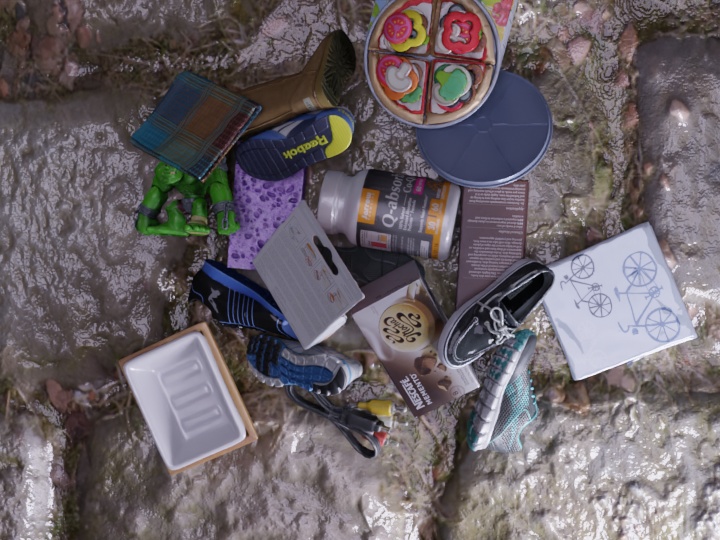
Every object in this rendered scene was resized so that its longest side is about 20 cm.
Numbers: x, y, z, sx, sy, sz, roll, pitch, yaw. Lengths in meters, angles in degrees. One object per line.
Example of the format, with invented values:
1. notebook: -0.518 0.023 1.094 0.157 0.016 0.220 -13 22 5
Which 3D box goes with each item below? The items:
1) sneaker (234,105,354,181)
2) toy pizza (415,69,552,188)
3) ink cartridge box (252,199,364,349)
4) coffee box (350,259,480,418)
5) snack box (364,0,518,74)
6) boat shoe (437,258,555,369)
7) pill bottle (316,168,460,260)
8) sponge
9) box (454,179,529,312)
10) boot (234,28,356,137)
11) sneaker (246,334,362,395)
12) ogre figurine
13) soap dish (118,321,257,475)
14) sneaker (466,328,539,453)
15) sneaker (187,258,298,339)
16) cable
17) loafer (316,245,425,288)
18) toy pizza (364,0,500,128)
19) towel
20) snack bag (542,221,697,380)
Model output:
1. sneaker: -0.094 -0.192 1.323 0.199 0.082 0.074 -13 120 23
2. toy pizza: 0.181 -0.207 1.304 0.199 0.032 0.201 -3 67 8
3. ink cartridge box: -0.066 0.003 1.263 0.163 0.050 0.200 58 141 8
4. coffee box: 0.080 0.103 1.308 0.113 0.080 0.200 -27 111 7
5. snack box: 0.120 -0.373 1.305 0.199 0.053 0.143 16 95 13
6. boat shoe: 0.193 0.067 1.243 0.199 0.068 0.074 -39 109 -4
7. pill bottle: 0.042 -0.087 1.312 0.199 0.116 0.117 10 95 6
8. sponge: -0.144 -0.100 1.379 0.111 0.030 0.201 5 95 6
9. box: 0.195 -0.036 1.318 0.100 0.075 0.201 4 93 7
10. boot: -0.117 -0.279 1.333 0.199 0.175 0.066 -12 127 28
11. sneaker: -0.086 0.144 1.371 0.199 0.087 0.075 14 102 30
12. ogre figurine: -0.267 -0.113 1.362 0.098 0.200 0.120 8 83 -37
13. soap dish: -0.266 0.199 1.391 0.157 0.081 0.201 -24 91 9
14. sneaker: 0.232 0.186 1.338 0.091 0.078 0.201 19 100 -10
15. sneaker: -0.176 0.063 1.380 0.200 0.070 0.078 32 101 11
16. cable: -0.026 0.226 1.393 0.199 0.050 0.098 19 112 18
17. loafer: 0.000 0.000 1.360 0.199 0.063 0.072 8 71 3
18. toy pizza: 0.099 -0.305 1.265 0.199 0.032 0.201 3 100 15
19. towel: -0.249 -0.219 1.319 0.200 0.022 0.147 30 80 41
20. snack bag: 0.375 0.052 1.325 0.199 0.021 0.189 -24 90 8
